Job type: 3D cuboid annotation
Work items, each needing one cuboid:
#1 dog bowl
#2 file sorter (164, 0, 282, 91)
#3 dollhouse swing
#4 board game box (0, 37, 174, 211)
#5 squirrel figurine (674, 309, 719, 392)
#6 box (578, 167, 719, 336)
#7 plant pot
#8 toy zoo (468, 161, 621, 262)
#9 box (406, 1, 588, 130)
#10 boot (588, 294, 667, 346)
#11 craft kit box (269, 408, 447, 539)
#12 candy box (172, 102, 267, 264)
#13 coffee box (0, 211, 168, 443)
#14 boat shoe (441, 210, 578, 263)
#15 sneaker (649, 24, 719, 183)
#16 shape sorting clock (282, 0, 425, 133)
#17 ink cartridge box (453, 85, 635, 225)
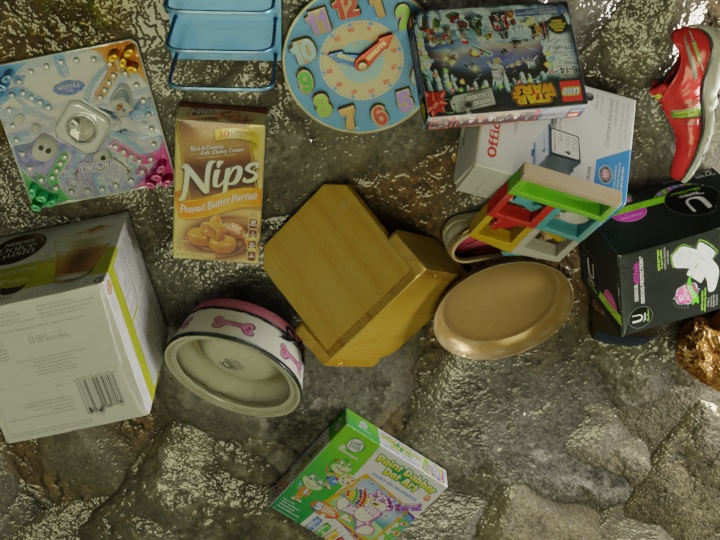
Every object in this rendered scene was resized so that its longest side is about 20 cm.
[{"bbox_3d":[-0.163,0.115,1.724,0.197,0.075,0.201,13,147,9],"label":"dog bowl"},{"bbox_3d":[-0.161,-0.320,1.473,0.136,0.123,0.203,1,122,-2],"label":"file sorter"},{"bbox_3d":[0.000,0.000,1.723,0.200,0.177,0.181,-44,155,22],"label":"dollhouse swing"},{"bbox_3d":[-0.353,-0.179,1.608,0.196,0.026,0.203,-10,121,4],"label":"board game box"},{"bbox_3d":[0.526,0.129,1.727,0.196,0.188,0.143,-4,122,1],"label":"squirrel figurine"},{"bbox_3d":[0.396,-0.026,1.634,0.197,0.149,0.126,-14,122,-8],"label":"box"},{"bbox_3d":[0.193,0.049,1.734,0.196,0.028,0.202,-8,139,-7],"label":"plant pot"},{"bbox_3d":[0.217,-0.062,1.558,0.129,0.021,0.200,16,153,-13],"label":"toy zoo"},{"bbox_3d":[0.161,-0.245,1.509,0.196,0.139,0.040,-6,164,-10],"label":"box"},{"bbox_3d":[0.408,0.051,1.760,0.196,0.076,0.098,-2,142,-5],"label":"boot"},{"bbox_3d":[-0.004,0.329,1.917,0.199,0.049,0.198,33,112,-20],"label":"craft kit box"},{"bbox_3d":[-0.182,-0.111,1.637,0.113,0.056,0.203,4,121,-4],"label":"candy box"},{"bbox_3d":[-0.380,0.070,1.656,0.196,0.199,0.203,-11,119,6],"label":"coffee box"},{"bbox_3d":[0.207,-0.050,1.678,0.197,0.070,0.075,-16,121,8],"label":"boat shoe"},{"bbox_3d":[0.404,-0.211,1.596,0.083,0.077,0.203,7,115,7],"label":"sneaker"},{"bbox_3d":[0.002,-0.258,1.564,0.196,0.039,0.203,-1,121,-1],"label":"shape sorting clock"},{"bbox_3d":[0.227,-0.155,1.564,0.197,0.149,0.086,14,161,-11],"label":"ink cartridge box"}]
